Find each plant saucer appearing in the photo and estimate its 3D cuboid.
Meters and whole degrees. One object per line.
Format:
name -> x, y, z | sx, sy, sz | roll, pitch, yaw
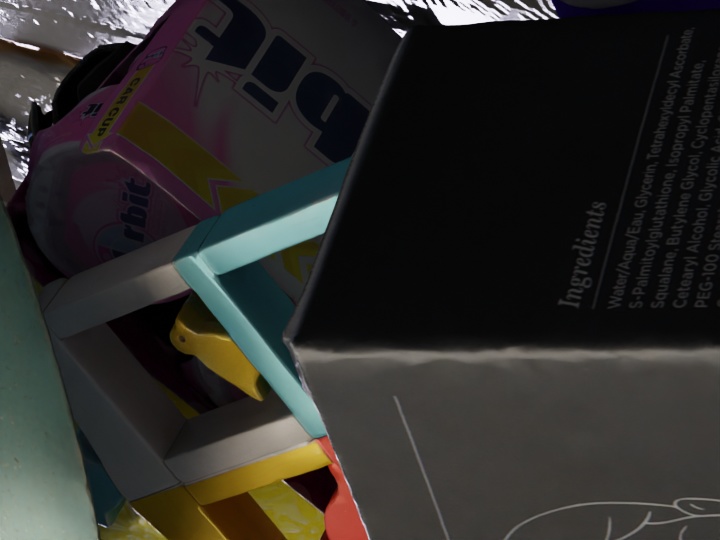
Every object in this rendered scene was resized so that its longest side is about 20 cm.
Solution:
plant saucer -> -0.118, 0.047, 0.794 | 0.200, 0.036, 0.200 | 165, 90, -74

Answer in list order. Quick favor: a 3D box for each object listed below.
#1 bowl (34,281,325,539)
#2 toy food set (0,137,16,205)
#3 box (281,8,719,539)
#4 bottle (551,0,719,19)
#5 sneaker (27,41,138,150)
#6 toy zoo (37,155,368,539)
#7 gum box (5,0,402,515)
bowl -> -0.058, 0.072, 0.923 | 0.200, 0.108, 0.200 | 19, 171, 3
toy food set -> -0.070, 0.027, 1.109 | 0.200, 0.060, 0.144 | 25, 146, 25
box -> 0.107, 0.031, 0.593 | 0.200, 0.107, 0.149 | -1, 133, 21
bottle -> 0.101, -0.024, 0.676 | 0.083, 0.065, 0.200 | 10, 148, 40
sneaker -> -0.078, -0.038, 0.936 | 0.078, 0.070, 0.200 | 50, 165, -10
toy zoo -> -0.004, 0.038, 0.744 | 0.200, 0.020, 0.131 | -22, 117, 38
gum box -> 0.000, 0.000, 0.805 | 0.200, 0.114, 0.066 | 40, 134, -12
